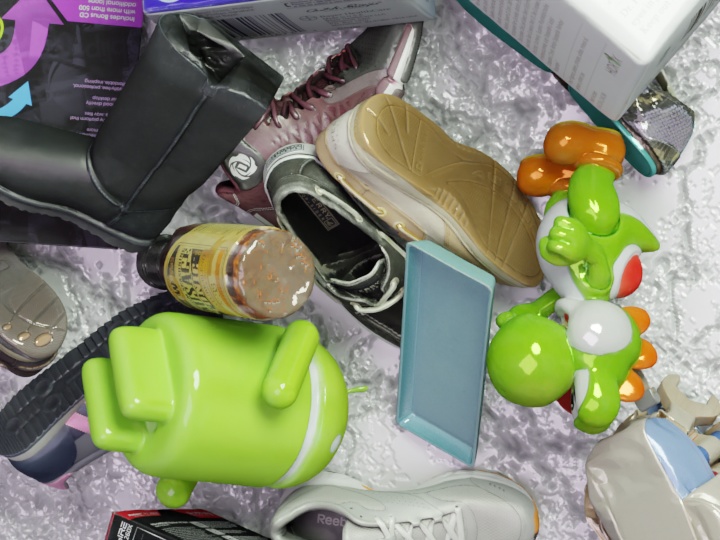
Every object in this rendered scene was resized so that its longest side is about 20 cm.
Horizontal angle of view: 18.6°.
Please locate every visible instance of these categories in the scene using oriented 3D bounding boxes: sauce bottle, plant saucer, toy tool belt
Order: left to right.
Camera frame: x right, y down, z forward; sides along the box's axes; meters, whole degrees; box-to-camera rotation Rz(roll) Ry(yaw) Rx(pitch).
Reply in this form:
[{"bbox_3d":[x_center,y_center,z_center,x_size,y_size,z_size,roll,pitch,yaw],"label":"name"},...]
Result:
[{"bbox_3d":[-0.101,-0.001,1.546,0.066,0.200,0.066,0,91,-28],"label":"sauce bottle"},{"bbox_3d":[0.060,0.057,1.532,0.070,0.019,0.201,29,145,21],"label":"plant saucer"},{"bbox_3d":[0.215,0.137,1.530,0.125,0.123,0.201,-36,77,33],"label":"toy tool belt"}]

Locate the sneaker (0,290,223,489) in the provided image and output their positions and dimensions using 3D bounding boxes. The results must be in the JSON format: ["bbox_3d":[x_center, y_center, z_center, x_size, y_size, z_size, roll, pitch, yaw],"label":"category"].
[{"bbox_3d":[-0.177,0.089,1.649,0.199,0.070,0.082,-33,135,6],"label":"sneaker"}]

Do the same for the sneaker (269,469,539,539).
[{"bbox_3d":[0.028,0.190,1.588,0.199,0.092,0.076,-3,100,16],"label":"sneaker"}]

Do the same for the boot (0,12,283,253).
[{"bbox_3d":[-0.167,-0.105,1.501,0.164,0.066,0.200,22,144,-20],"label":"boot"}]

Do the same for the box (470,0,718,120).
[{"bbox_3d":[0.166,-0.233,1.383,0.171,0.200,0.199,40,85,4],"label":"box"}]

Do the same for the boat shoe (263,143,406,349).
[{"bbox_3d":[0.000,0.000,1.535,0.071,0.064,0.200,-35,120,16],"label":"boat shoe"}]

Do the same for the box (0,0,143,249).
[{"bbox_3d":[-0.236,-0.118,1.597,0.142,0.036,0.201,3,104,-17],"label":"box"}]

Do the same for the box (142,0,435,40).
[{"bbox_3d":[-0.050,-0.267,1.488,0.183,0.105,0.201,-4,81,16],"label":"box"}]

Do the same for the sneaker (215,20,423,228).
[{"bbox_3d":[-0.041,-0.118,1.540,0.115,0.076,0.201,24,107,-11],"label":"sneaker"}]

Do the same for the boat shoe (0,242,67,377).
[{"bbox_3d":[-0.295,0.001,1.645,0.200,0.074,0.073,54,145,20],"label":"boat shoe"}]

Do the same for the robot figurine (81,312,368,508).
[{"bbox_3d":[-0.095,0.093,1.563,0.176,0.199,0.116,-47,46,39],"label":"robot figurine"}]

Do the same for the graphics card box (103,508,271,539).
[{"bbox_3d":[-0.074,0.226,1.578,0.199,0.125,0.051,19,94,28],"label":"graphics card box"}]

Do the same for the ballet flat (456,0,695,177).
[{"bbox_3d":[0.151,-0.151,1.509,0.200,0.072,0.072,43,108,4],"label":"ballet flat"}]

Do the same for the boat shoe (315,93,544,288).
[{"bbox_3d":[0.050,-0.050,1.522,0.069,0.074,0.200,-16,135,43],"label":"boat shoe"}]

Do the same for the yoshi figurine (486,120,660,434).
[{"bbox_3d":[0.127,0.009,1.460,0.112,0.112,0.201,-14,66,31],"label":"yoshi figurine"}]
